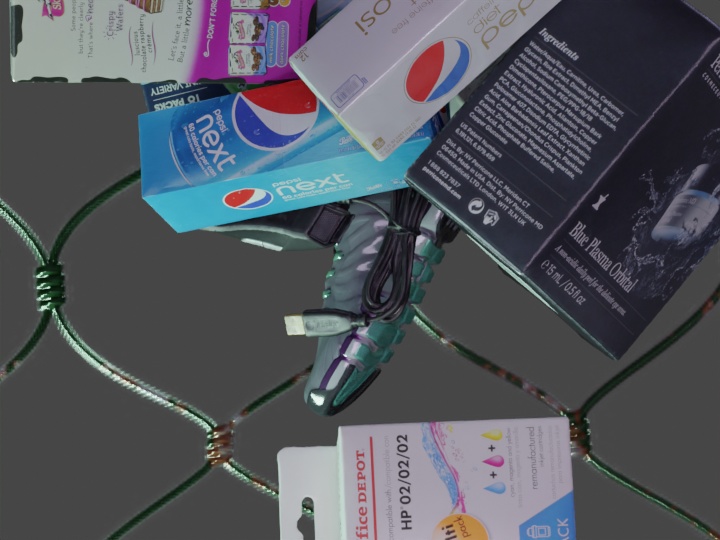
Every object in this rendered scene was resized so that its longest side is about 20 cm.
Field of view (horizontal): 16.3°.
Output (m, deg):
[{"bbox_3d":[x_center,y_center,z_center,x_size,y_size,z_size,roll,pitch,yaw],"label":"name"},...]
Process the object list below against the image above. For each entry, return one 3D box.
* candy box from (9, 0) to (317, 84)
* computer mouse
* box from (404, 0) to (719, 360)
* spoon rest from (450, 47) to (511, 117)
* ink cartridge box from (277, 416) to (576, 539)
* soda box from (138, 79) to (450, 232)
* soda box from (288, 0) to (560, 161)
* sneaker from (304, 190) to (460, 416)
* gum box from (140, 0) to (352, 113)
[{"bbox_3d":[-0.128,-0.194,1.631,0.199,0.061,0.137,0,114,-8],"label":"candy box"},{"bbox_3d":[-0.044,-0.021,1.696,0.199,0.046,0.141,3,73,20],"label":"computer mouse"},{"bbox_3d":[0.162,-0.073,1.642,0.117,0.197,0.200,40,91,30],"label":"box"},{"bbox_3d":[0.132,-0.150,1.718,0.200,0.061,0.099,-38,61,4],"label":"spoon rest"},{"bbox_3d":[0.044,0.165,1.713,0.199,0.068,0.116,-3,76,-2],"label":"ink cartridge box"},{"bbox_3d":[-0.042,-0.083,1.653,0.199,0.068,0.064,-12,67,14],"label":"soda box"},{"bbox_3d":[0.056,-0.165,1.567,0.200,0.068,0.064,-42,54,3],"label":"soda box"},{"bbox_3d":[0.000,0.000,1.727,0.087,0.074,0.200,29,85,16],"label":"sneaker"},{"bbox_3d":[-0.084,-0.216,1.686,0.169,0.045,0.201,-15,112,-2],"label":"gum box"}]
